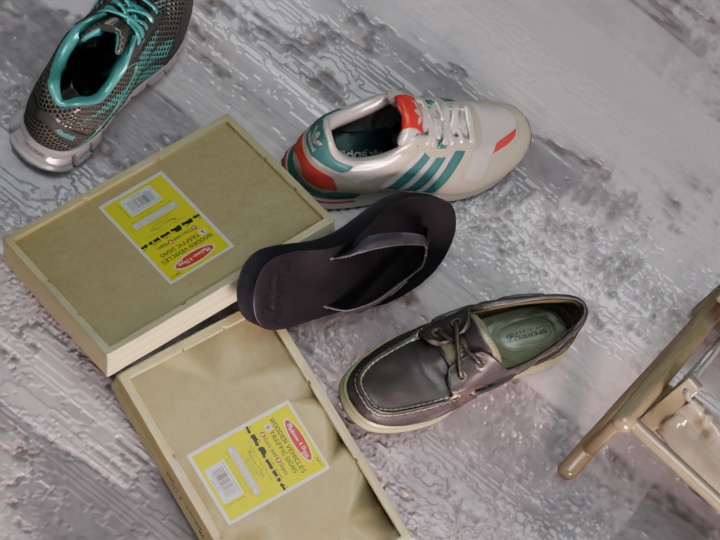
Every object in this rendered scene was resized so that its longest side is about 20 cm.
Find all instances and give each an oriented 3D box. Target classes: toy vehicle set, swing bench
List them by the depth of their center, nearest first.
[{"bbox_3d":[-0.068,0.132,1.463,0.124,0.027,0.200,-26,78,-25],"label":"toy vehicle set"},{"bbox_3d":[-0.134,-0.022,1.496,0.200,0.027,0.124,-31,63,-26],"label":"toy vehicle set"},{"bbox_3d":[0.288,0.128,1.527,0.199,0.130,0.200,43,62,4],"label":"swing bench"}]

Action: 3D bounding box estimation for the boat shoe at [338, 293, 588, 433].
[{"bbox_3d":[0.076,0.056,1.518,0.201,0.066,0.072,-18,70,-31],"label":"boat shoe"}]

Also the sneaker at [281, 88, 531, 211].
[{"bbox_3d":[0.045,-0.096,1.564,0.199,0.093,0.070,-9,71,-20],"label":"sneaker"}]

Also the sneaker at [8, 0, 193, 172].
[{"bbox_3d":[-0.174,-0.161,1.525,0.078,0.091,0.200,31,63,-4],"label":"sneaker"}]

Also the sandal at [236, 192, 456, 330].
[{"bbox_3d":[0.000,0.001,1.504,0.043,0.076,0.200,20,32,41],"label":"sandal"}]
